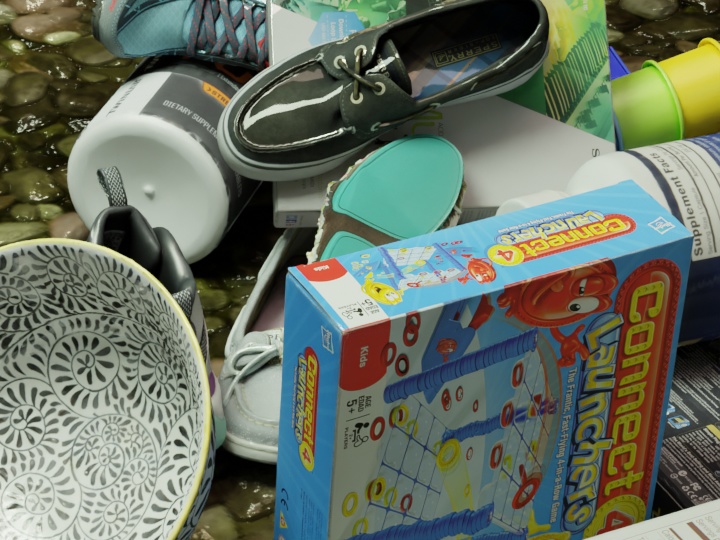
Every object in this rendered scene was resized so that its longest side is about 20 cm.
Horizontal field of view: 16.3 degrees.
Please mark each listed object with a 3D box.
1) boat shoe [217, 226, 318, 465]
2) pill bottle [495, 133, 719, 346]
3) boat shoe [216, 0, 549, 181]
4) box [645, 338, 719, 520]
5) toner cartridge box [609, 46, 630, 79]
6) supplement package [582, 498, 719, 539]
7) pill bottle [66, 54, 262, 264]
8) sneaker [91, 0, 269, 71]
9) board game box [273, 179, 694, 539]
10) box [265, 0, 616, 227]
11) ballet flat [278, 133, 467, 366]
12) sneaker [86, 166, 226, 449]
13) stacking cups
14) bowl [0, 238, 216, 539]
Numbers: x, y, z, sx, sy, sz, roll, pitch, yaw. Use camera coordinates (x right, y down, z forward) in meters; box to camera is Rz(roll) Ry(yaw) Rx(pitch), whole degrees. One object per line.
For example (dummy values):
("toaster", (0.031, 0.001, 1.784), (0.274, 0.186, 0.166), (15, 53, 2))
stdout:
("boat shoe", (-0.038, 0.035, 1.398), (0.074, 0.065, 0.202), (9, 33, 8))
("pill bottle", (0.178, -0.015, 1.377), (0.199, 0.111, 0.111), (-11, 35, -21))
("boat shoe", (0.013, -0.110, 1.396), (0.199, 0.057, 0.069), (-22, 78, -10))
("box", (0.217, 0.105, 1.331), (0.161, 0.049, 0.200), (-15, 36, -23))
("toner cartridge box", (0.085, -0.100, 1.640), (0.199, 0.043, 0.095), (-5, 33, -14))
("supplement package", (0.115, 0.198, 1.112), (0.199, 0.117, 0.117), (-13, 36, -25))
("pill bottle", (-0.098, -0.094, 1.555), (0.106, 0.107, 0.200), (12, 34, 13))
("sneaker", (-0.060, -0.158, 1.492), (0.199, 0.080, 0.096), (-15, 48, -19))
("board game box", (0.057, 0.073, 1.224), (0.195, 0.201, 0.056), (-15, 38, -25))
("box", (0.046, -0.099, 1.443), (0.199, 0.036, 0.145), (-1, 76, -6))
("ballet flat", (0.000, 0.000, 1.350), (0.075, 0.064, 0.200), (27, 42, 4))
("sneaker", (-0.141, 0.006, 1.350), (0.078, 0.141, 0.200), (-22, 31, -36))
("stacking cups", (0.129, -0.076, 1.489), (0.199, 0.061, 0.061), (-22, 38, -12))
("bowl", (-0.145, 0.093, 1.240), (0.200, 0.094, 0.202), (-7, 70, 21))
